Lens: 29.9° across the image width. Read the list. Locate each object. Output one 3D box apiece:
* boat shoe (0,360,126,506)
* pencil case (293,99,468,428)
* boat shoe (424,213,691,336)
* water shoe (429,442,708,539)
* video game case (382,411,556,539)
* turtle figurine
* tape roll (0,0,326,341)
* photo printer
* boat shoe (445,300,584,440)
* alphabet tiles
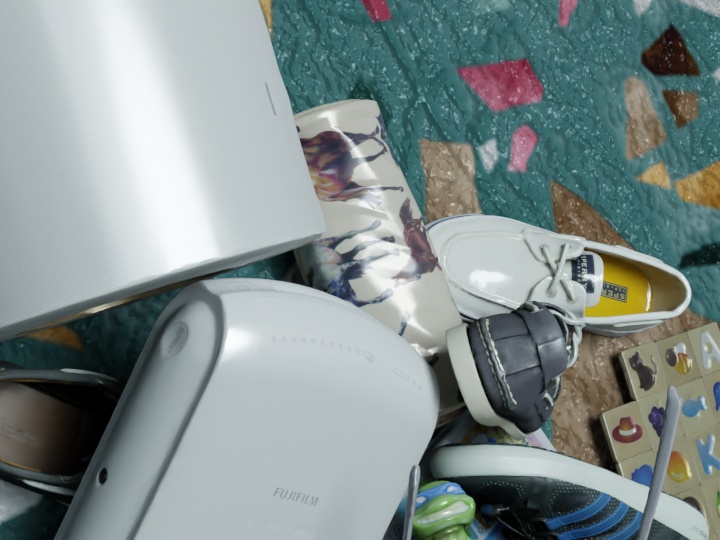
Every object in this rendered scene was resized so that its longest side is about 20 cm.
[{"bbox_3d":[-0.124,0.092,0.690,0.199,0.068,0.072,20,71,-29],"label":"boat shoe"},{"bbox_3d":[0.000,0.000,0.770,0.089,0.078,0.201,-22,92,-17],"label":"pencil case"},{"bbox_3d":[0.122,0.004,0.844,0.199,0.070,0.071,13,75,-28],"label":"boat shoe"},{"bbox_3d":[0.126,0.156,0.793,0.199,0.071,0.079,21,74,-24],"label":"water shoe"},{"bbox_3d":[0.083,0.200,0.815,0.182,0.024,0.200,-41,101,-29],"label":"video game case"},{"bbox_3d":[0.078,0.186,0.668,0.144,0.200,0.195,-3,66,-43],"label":"turtle figurine"},{"bbox_3d":[-0.131,-0.051,0.633,0.202,0.202,0.140,-17,90,-31],"label":"tape roll"},{"bbox_3d":[-0.054,0.105,0.669,0.166,0.069,0.201,23,95,-42],"label":"photo printer"},{"bbox_3d":[0.100,0.053,0.759,0.200,0.062,0.073,17,53,-73],"label":"boat shoe"},{"bbox_3d":[0.239,0.140,0.913,0.166,0.006,0.201,-14,84,-35],"label":"alphabet tiles"}]
